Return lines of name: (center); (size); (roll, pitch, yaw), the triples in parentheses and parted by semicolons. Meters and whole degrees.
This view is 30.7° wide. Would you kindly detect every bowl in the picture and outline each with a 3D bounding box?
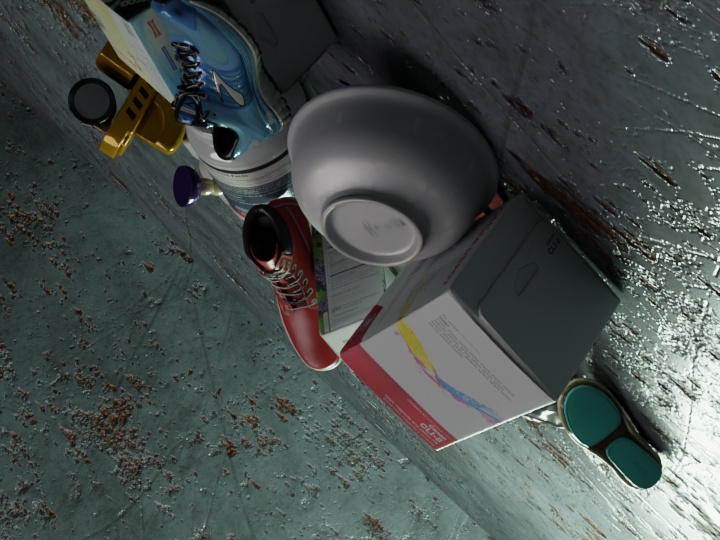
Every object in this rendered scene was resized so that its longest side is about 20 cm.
bowl: (0.020, -0.067, 1.190); (0.200, 0.091, 0.202); (11, 146, 8)

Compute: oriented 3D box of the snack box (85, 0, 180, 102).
snack box: (-0.245, -0.259, 1.430); (0.200, 0.037, 0.116); (41, 163, 50)

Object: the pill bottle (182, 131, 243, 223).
pill bottle: (-0.141, -0.131, 1.741); (0.200, 0.114, 0.114); (51, 167, -29)

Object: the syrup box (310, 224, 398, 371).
syrup box: (0.000, 0.000, 1.439); (0.079, 0.081, 0.201); (52, -157, -46)

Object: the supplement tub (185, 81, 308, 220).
supplement tub: (-0.116, -0.151, 1.501); (0.140, 0.140, 0.200); (38, 167, 29)

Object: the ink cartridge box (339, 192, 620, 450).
ink cartridge box: (0.110, 0.052, 1.235); (0.145, 0.145, 0.200); (45, 145, -8)

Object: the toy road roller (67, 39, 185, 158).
toy road roller: (-0.267, -0.232, 1.645); (0.146, 0.201, 0.123); (32, 178, -10)

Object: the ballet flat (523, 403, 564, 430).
ballet flat: (0.219, 0.162, 1.622); (0.073, 0.073, 0.200); (47, 167, -14)

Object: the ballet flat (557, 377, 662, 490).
ballet flat: (0.276, 0.178, 1.496); (0.200, 0.069, 0.069); (50, 168, -31)

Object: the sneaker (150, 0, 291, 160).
sneaker: (-0.135, -0.171, 1.185); (0.078, 0.090, 0.200); (32, 163, 40)

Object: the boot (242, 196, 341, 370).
boot: (-0.076, 0.022, 1.427); (0.144, 0.072, 0.201); (-35, -71, -77)

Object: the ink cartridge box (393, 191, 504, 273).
ink cartridge box: (0.077, -0.045, 1.314); (0.176, 0.045, 0.200); (15, 152, 41)

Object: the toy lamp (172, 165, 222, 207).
toy lamp: (-0.135, -0.103, 1.646); (0.058, 0.199, 0.059); (7, 99, 56)

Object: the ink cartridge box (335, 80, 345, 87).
ink cartridge box: (0.033, -0.107, 1.385); (0.099, 0.039, 0.200); (33, 164, 49)

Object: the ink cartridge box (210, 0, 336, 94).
ink cartridge box: (-0.133, -0.273, 1.255); (0.200, 0.084, 0.146); (34, 165, 40)
